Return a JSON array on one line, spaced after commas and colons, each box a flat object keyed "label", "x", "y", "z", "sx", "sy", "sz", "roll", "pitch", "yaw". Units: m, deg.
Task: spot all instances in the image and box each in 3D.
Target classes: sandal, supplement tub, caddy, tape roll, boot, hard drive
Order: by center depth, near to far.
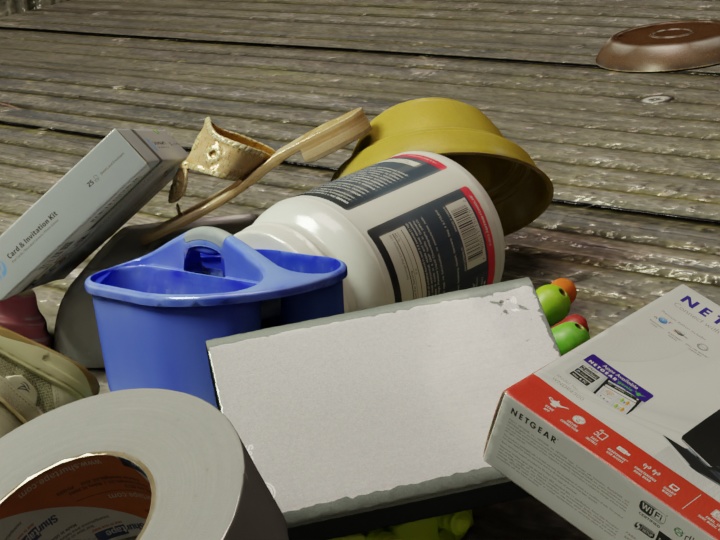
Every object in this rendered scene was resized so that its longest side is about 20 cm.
[{"label": "tape roll", "x": -0.139, "y": 0.152, "z": 0.868, "sx": 0.200, "sy": 0.066, "sz": 0.200, "roll": -16, "pitch": 35, "yaw": 12}, {"label": "hard drive", "x": 0.020, "y": 0.081, "z": 0.979, "sx": 0.200, "sy": 0.033, "sz": 0.140, "roll": -11, "pitch": 49, "yaw": -7}, {"label": "boot", "x": -0.270, "y": 0.094, "z": 0.995, "sx": 0.200, "sy": 0.155, "sz": 0.072, "roll": 24, "pitch": -26, "yaw": -11}, {"label": "caddy", "x": -0.093, "y": 0.024, "z": 1.110, "sx": 0.141, "sy": 0.105, "sz": 0.200, "roll": -11, "pitch": 10, "yaw": -34}, {"label": "supplement tub", "x": 0.000, "y": 0.000, "z": 1.273, "sx": 0.140, "sy": 0.140, "sz": 0.200, "roll": 9, "pitch": 23, "yaw": 41}, {"label": "sandal", "x": -0.100, "y": -0.099, "z": 1.401, "sx": 0.212, "sy": 0.070, "sz": 0.078, "roll": -26, "pitch": 9, "yaw": 3}]

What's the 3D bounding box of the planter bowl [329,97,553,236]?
[{"label": "planter bowl", "x": 0.058, "y": -0.090, "z": 1.447, "sx": 0.200, "sy": 0.084, "sz": 0.200, "roll": -5, "pitch": -23, "yaw": -2}]

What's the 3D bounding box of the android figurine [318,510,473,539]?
[{"label": "android figurine", "x": -0.015, "y": 0.135, "z": 1.028, "sx": 0.182, "sy": 0.041, "sz": 0.200, "roll": -17, "pitch": 18, "yaw": -29}]

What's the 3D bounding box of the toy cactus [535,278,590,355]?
[{"label": "toy cactus", "x": 0.073, "y": 0.065, "z": 1.130, "sx": 0.165, "sy": 0.102, "sz": 0.200, "roll": -7, "pitch": 13, "yaw": 16}]

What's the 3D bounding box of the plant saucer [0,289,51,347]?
[{"label": "plant saucer", "x": -0.339, "y": 0.016, "z": 1.364, "sx": 0.200, "sy": 0.051, "sz": 0.201, "roll": 20, "pitch": 4, "yaw": -2}]

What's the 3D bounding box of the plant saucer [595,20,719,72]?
[{"label": "plant saucer", "x": 0.401, "y": -0.292, "z": 2.198, "sx": 0.200, "sy": 0.032, "sz": 0.200, "roll": -6, "pitch": 17, "yaw": 2}]

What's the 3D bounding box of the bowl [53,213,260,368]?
[{"label": "bowl", "x": -0.149, "y": 0.010, "z": 1.419, "sx": 0.200, "sy": 0.075, "sz": 0.200, "roll": -6, "pitch": 17, "yaw": 10}]

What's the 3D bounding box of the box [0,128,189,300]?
[{"label": "box", "x": -0.218, "y": -0.049, "z": 1.372, "sx": 0.156, "sy": 0.041, "sz": 0.200, "roll": -42, "pitch": 0, "yaw": 7}]

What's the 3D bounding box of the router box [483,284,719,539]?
[{"label": "router box", "x": 0.196, "y": 0.102, "z": 0.900, "sx": 0.200, "sy": 0.049, "sz": 0.179, "roll": 34, "pitch": 38, "yaw": 27}]
